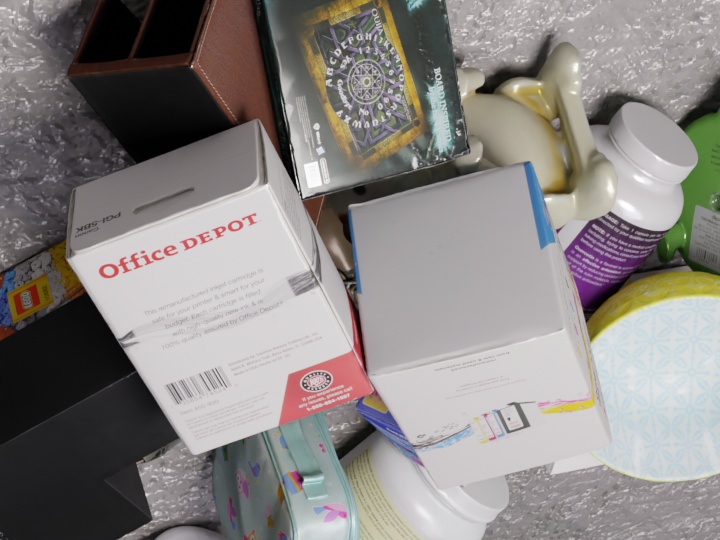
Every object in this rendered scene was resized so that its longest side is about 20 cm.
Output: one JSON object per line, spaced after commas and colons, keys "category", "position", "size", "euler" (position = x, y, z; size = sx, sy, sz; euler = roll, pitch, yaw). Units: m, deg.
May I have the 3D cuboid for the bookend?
{"category": "bookend", "position": [-0.209, 0.127, 1.384], "size": [0.199, 0.092, 0.199], "euler": [-29, 142, 7]}

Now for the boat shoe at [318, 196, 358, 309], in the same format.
{"category": "boat shoe", "position": [0.000, 0.000, 1.485], "size": [0.072, 0.065, 0.200], "euler": [-23, 142, 1]}

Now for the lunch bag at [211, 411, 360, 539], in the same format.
{"category": "lunch bag", "position": [-0.065, 0.200, 1.576], "size": [0.077, 0.200, 0.161], "euler": [-3, 135, -26]}

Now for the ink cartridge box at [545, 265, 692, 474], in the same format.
{"category": "ink cartridge box", "position": [0.255, 0.088, 1.662], "size": [0.199, 0.129, 0.126], "euler": [-9, 139, -17]}

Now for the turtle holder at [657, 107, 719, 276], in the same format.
{"category": "turtle holder", "position": [0.332, -0.082, 1.518], "size": [0.131, 0.187, 0.141], "euler": [-12, 176, -35]}

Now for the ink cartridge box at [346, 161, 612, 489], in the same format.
{"category": "ink cartridge box", "position": [0.091, 0.045, 1.323], "size": [0.144, 0.148, 0.200], "euler": [-14, 148, 10]}

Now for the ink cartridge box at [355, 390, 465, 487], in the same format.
{"category": "ink cartridge box", "position": [0.071, 0.091, 1.532], "size": [0.137, 0.076, 0.200], "euler": [-62, 159, -10]}

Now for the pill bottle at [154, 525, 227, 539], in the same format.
{"category": "pill bottle", "position": [-0.187, 0.353, 1.765], "size": [0.108, 0.109, 0.200], "euler": [2, 136, -27]}

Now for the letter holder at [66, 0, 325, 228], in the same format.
{"category": "letter holder", "position": [-0.100, -0.134, 1.271], "size": [0.100, 0.143, 0.200], "euler": [-2, 146, 26]}

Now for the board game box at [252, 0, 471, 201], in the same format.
{"category": "board game box", "position": [-0.002, -0.161, 1.236], "size": [0.135, 0.028, 0.201], "euler": [-15, 106, -18]}

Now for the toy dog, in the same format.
{"category": "toy dog", "position": [0.068, -0.087, 1.387], "size": [0.199, 0.140, 0.194], "euler": [-7, 169, -20]}

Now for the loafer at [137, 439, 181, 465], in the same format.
{"category": "loafer", "position": [-0.206, 0.157, 1.567], "size": [0.199, 0.063, 0.072], "euler": [-27, 141, 5]}

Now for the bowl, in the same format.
{"category": "bowl", "position": [0.266, 0.070, 1.510], "size": [0.199, 0.108, 0.201], "euler": [-1, 126, -2]}

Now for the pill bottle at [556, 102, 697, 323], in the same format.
{"category": "pill bottle", "position": [0.194, -0.042, 1.494], "size": [0.112, 0.113, 0.200], "euler": [10, 131, -34]}

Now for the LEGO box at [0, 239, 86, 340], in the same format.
{"category": "LEGO box", "position": [-0.190, 0.057, 1.448], "size": [0.148, 0.077, 0.200], "euler": [-27, 141, 6]}

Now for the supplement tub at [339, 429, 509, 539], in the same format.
{"category": "supplement tub", "position": [0.029, 0.235, 1.705], "size": [0.200, 0.145, 0.145], "euler": [-41, 138, 22]}

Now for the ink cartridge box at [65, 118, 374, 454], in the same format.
{"category": "ink cartridge box", "position": [-0.093, 0.013, 1.223], "size": [0.146, 0.083, 0.200], "euler": [-19, 128, 9]}
